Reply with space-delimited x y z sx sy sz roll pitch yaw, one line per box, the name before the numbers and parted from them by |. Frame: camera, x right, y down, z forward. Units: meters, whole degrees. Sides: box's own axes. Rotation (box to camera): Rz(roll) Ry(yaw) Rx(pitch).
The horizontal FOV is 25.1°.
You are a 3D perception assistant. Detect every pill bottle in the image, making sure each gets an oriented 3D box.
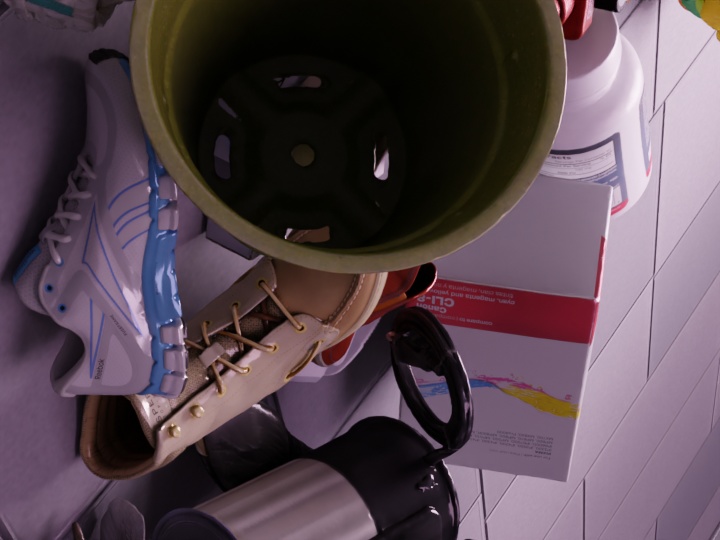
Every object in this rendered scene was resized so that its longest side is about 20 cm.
pill bottle | 0.170 -0.132 1.299 0.120 0.119 0.200 -56 154 -18

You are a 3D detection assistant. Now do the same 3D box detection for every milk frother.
milk frother | -0.022 0.141 1.066 0.188 0.180 0.200 -21 103 -44

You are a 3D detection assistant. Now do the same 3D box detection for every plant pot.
plant pot | -0.020 -0.080 0.816 0.200 0.200 0.190 -58 -177 -14

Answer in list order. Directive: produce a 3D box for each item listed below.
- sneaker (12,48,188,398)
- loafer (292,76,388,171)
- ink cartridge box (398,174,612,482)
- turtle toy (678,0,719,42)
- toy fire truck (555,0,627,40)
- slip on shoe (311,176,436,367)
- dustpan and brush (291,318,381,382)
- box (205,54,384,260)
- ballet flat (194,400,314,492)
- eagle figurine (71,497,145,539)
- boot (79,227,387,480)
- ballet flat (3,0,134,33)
sneaker | -0.141 -0.016 0.854 0.087 0.075 0.200 -8 112 -17
loafer | 0.016 -0.113 0.971 0.200 0.068 0.076 -56 155 -18
ink cartridge box | 0.111 0.042 1.268 0.145 0.144 0.200 -75 170 -49
turtle toy | 0.328 -0.295 1.479 0.200 0.101 0.146 17 98 -65
toy fire truck | 0.108 -0.229 1.109 0.200 0.129 0.176 -54 155 -45
slip on shoe | 0.015 0.003 1.038 0.200 0.061 0.074 -58 -178 45
dustpan and brush | 0.000 0.000 1.154 0.140 0.057 0.200 9 105 -65
box | -0.028 -0.125 1.003 0.156 0.041 0.200 -37 145 -47
ballet flat | -0.076 0.134 1.162 0.066 0.057 0.200 -51 147 -8
eagle figurine | -0.120 0.253 0.998 0.151 0.200 0.152 -57 -164 3
boot | -0.079 0.044 0.971 0.155 0.073 0.200 -30 170 -47
ballet flat | -0.093 -0.175 0.797 0.200 0.072 0.072 -48 151 -34
